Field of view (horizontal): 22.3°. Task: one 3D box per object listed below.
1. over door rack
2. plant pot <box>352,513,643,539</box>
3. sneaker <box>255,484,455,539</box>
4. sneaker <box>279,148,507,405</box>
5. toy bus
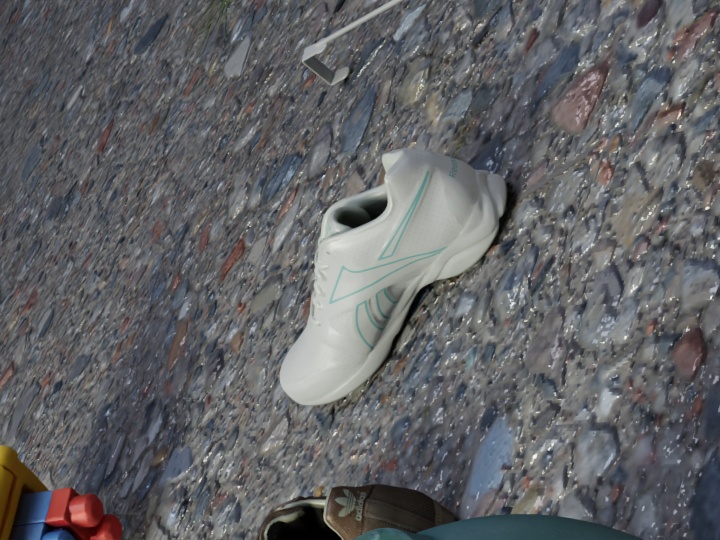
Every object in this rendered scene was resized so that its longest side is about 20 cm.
[{"bbox_3d":[0.019,-0.247,1.331,0.200,0.066,0.148,-37,33,47],"label":"over door rack"},{"bbox_3d":[0.043,0.180,0.719,0.200,0.134,0.201,-46,28,34],"label":"plant pot"},{"bbox_3d":[-0.030,0.151,0.984,0.200,0.075,0.071,-34,36,49],"label":"sneaker"},{"bbox_3d":[0.000,0.000,1.085,0.200,0.080,0.071,-51,27,30],"label":"sneaker"},{"bbox_3d":[-0.255,0.216,1.327,0.191,0.200,0.136,-9,48,18],"label":"toy bus"}]
